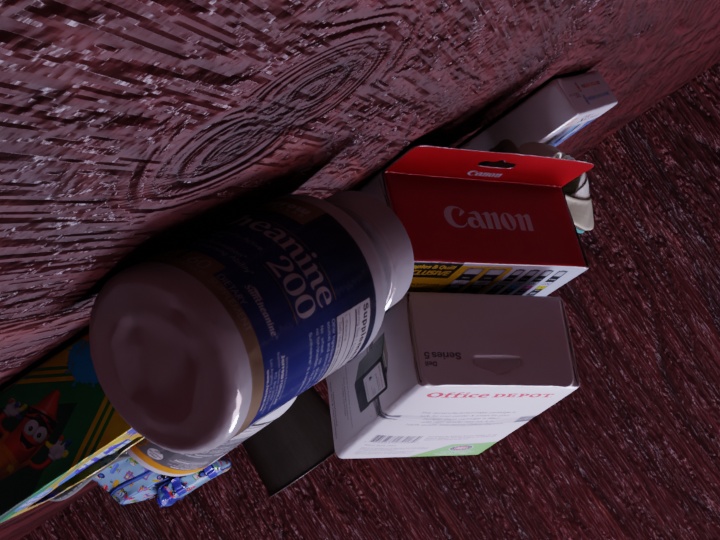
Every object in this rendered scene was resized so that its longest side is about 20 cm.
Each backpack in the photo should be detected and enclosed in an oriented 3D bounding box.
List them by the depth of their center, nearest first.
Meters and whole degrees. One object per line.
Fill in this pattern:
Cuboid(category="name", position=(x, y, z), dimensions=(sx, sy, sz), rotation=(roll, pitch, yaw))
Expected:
Cuboid(category="backpack", position=(-0.329, 0.316, 2.326), dimensions=(0.200, 0.135, 0.183), rotation=(-31, 176, -4))

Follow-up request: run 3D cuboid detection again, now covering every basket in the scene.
Cuboid(category="basket", position=(-0.126, 0.206, 2.105), dimensions=(0.136, 0.200, 0.180), rotation=(-37, 177, 30))

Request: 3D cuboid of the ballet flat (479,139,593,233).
Cuboid(category="ballet flat", position=(0.170, -0.080, 1.303), dimensions=(0.069, 0.070, 0.200), rotation=(-36, 155, 26))

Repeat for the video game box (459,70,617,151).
Cuboid(category="video game box", position=(0.143, -0.118, 1.393), dimensions=(0.200, 0.047, 0.182), rotation=(-35, 174, 24))

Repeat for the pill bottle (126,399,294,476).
Cuboid(category="pill bottle", position=(-0.118, 0.088, 1.195), dimensions=(0.116, 0.116, 0.200), rotation=(-31, 175, -45))

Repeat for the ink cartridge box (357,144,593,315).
Cuboid(category="ink cartridge box", position=(0.080, -0.022, 1.182), dimensions=(0.200, 0.084, 0.176), rotation=(1, 154, -36))

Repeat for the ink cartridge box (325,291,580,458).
Cuboid(category="ink cartridge box", position=(0.073, 0.093, 1.220), dimensions=(0.145, 0.084, 0.200), rotation=(2, 156, -21))

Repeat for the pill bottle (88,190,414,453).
Cuboid(category="pill bottle", position=(-0.055, 0.019, 0.849), dimensions=(0.111, 0.111, 0.200), rotation=(-37, 176, 40))

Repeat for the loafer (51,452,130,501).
Cuboid(category="loafer", position=(-0.242, 0.152, 1.409), dimensions=(0.200, 0.075, 0.070), rotation=(-30, -170, 16))

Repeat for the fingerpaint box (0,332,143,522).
Cuboid(category="fingerpaint box", position=(-0.192, 0.100, 1.008), dimensions=(0.167, 0.073, 0.200), rotation=(-34, 177, 1))
